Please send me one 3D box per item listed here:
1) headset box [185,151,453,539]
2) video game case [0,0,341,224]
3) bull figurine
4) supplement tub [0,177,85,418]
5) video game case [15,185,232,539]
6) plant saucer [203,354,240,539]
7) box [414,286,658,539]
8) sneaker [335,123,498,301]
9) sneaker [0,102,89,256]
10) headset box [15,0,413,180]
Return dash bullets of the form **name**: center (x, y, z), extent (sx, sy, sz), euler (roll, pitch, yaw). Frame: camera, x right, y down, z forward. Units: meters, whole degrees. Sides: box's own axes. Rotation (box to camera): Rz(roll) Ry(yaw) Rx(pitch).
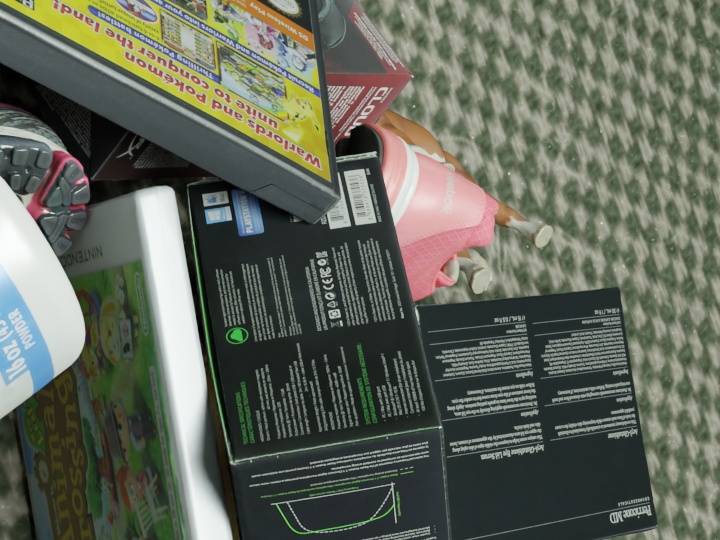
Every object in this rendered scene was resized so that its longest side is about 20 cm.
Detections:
- **headset box**: center (-0.015, 0.082, 1.291), extent (0.200, 0.092, 0.174), euler (84, -4, -45)
- **video game case**: center (-0.098, -0.128, 1.259), extent (0.200, 0.025, 0.181), euler (28, 36, -31)
- **bull figurine**: center (0.012, -0.048, 1.510), extent (0.200, 0.121, 0.065), euler (20, 103, -55)
- **supplement tub**: center (-0.220, 0.037, 1.112), extent (0.200, 0.132, 0.132), euler (-38, 115, -16)
- **video game case**: center (-0.111, 0.073, 1.270), extent (0.022, 0.182, 0.201), euler (-9, 89, -28)
- **plant saucer**: center (-0.062, 0.140, 1.426), extent (0.200, 0.035, 0.201), euler (17, 68, -49)
- **box**: center (0.071, 0.088, 1.573), extent (0.200, 0.079, 0.142), euler (-4, 81, -52)
- **sneaker**: center (0.000, 0.000, 1.407), extent (0.087, 0.200, 0.074), euler (19, 64, -18)
- **sneaker**: center (-0.219, -0.037, 1.218), extent (0.199, 0.075, 0.081), euler (3, 117, -25)
- **headset box**: center (-0.081, -0.121, 1.380), extent (0.200, 0.077, 0.149), euler (-4, 51, -50)
